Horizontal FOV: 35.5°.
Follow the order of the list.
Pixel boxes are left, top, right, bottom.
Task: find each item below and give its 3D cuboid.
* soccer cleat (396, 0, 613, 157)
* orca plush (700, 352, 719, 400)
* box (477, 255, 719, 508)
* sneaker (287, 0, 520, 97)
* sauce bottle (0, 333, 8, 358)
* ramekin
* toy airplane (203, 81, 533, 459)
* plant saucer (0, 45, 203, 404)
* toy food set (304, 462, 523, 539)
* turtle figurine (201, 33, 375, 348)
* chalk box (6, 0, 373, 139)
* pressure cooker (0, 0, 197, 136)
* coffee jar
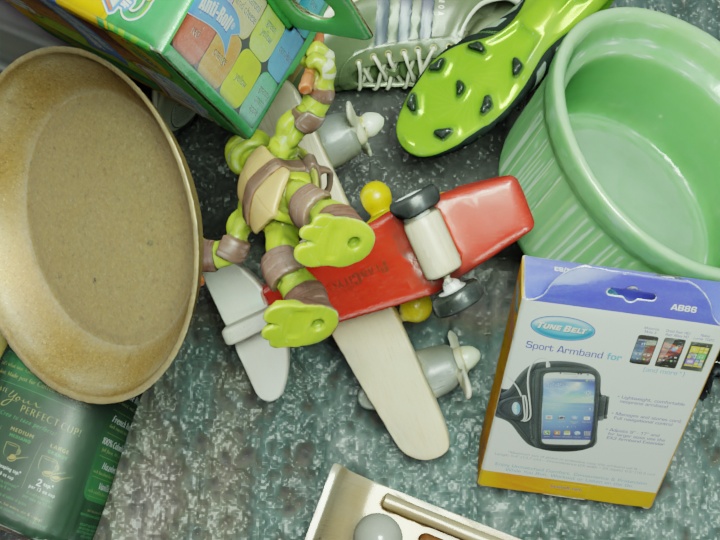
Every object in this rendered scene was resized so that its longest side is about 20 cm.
[{"bbox_3d":[0.108,-0.145,0.768,0.200,0.081,0.068,-44,68,3],"label":"soccer cleat"},{"bbox_3d":[0.309,0.015,0.757,0.196,0.071,0.107,-12,76,-4],"label":"orca plush"},{"bbox_3d":[0.142,0.065,0.682,0.117,0.202,0.042,8,42,1],"label":"box"},{"bbox_3d":[0.039,-0.163,0.802,0.199,0.067,0.090,-33,74,-11],"label":"sneaker"},{"bbox_3d":[-0.252,0.017,0.757,0.065,0.066,0.203,21,74,5],"label":"sauce bottle"},{"bbox_3d":[0.186,-0.059,0.729,0.197,0.098,0.203,13,57,-20],"label":"ramekin"},{"bbox_3d":[0.000,0.000,0.733,0.197,0.141,0.203,24,114,15],"label":"toy airplane"},{"bbox_3d":[-0.155,-0.026,0.649,0.198,0.035,0.204,9,105,35],"label":"plant saucer"},{"bbox_3d":[0.049,0.224,0.705,0.197,0.061,0.146,20,76,5],"label":"toy food set"},{"bbox_3d":[-0.051,-0.031,0.635,0.201,0.064,0.162,-52,39,19],"label":"turtle figurine"},{"bbox_3d":[-0.088,-0.157,0.570,0.198,0.124,0.125,30,85,21],"label":"chalk box"},{"bbox_3d":[-0.159,-0.185,0.750,0.197,0.179,0.178,21,73,6],"label":"pressure cooker"},{"bbox_3d":[-0.186,0.070,0.730,0.103,0.085,0.203,19,76,12],"label":"coffee jar"}]
